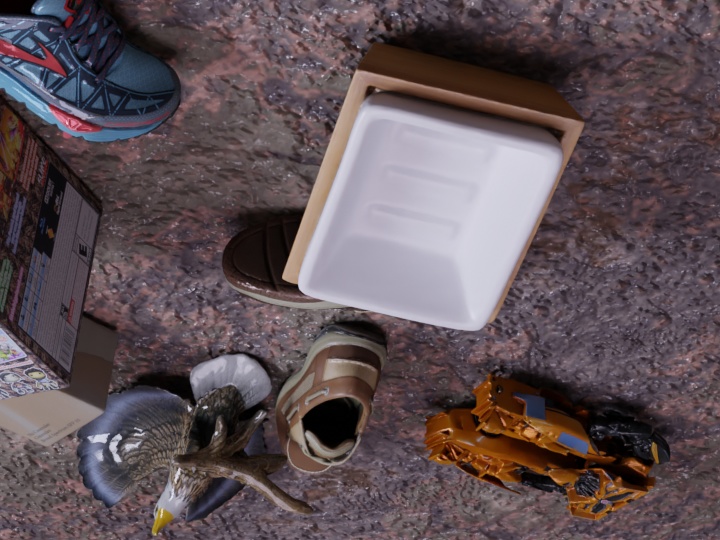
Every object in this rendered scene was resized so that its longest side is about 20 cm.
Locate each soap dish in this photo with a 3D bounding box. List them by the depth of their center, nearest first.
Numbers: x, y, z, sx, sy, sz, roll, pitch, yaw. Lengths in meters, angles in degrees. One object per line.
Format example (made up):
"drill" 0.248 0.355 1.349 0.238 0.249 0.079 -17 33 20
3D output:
"soap dish" 0.046 -0.057 1.460 0.156 0.082 0.201 12 134 -10

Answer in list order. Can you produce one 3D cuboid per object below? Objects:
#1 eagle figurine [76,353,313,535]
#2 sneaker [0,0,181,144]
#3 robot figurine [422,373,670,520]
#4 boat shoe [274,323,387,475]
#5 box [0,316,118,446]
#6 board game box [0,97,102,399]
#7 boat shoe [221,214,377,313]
"eagle figurine" -0.145 0.158 1.825 0.152 0.150 0.200 64 161 -9
"sneaker" -0.197 -0.151 1.385 0.199 0.080 0.095 22 141 -24
"robot figurine" 0.160 0.154 1.803 0.199 0.059 0.145 23 144 -23
"boat shoe" -0.030 0.121 1.769 0.075 0.074 0.200 10 146 -6
"box" -0.302 0.057 1.711 0.199 0.078 0.095 27 142 -29
"board game box" -0.283 -0.026 1.510 0.096 0.160 0.200 -11 142 24
"boat shoe" 0.000 0.006 1.596 0.201 0.075 0.075 0 152 7
